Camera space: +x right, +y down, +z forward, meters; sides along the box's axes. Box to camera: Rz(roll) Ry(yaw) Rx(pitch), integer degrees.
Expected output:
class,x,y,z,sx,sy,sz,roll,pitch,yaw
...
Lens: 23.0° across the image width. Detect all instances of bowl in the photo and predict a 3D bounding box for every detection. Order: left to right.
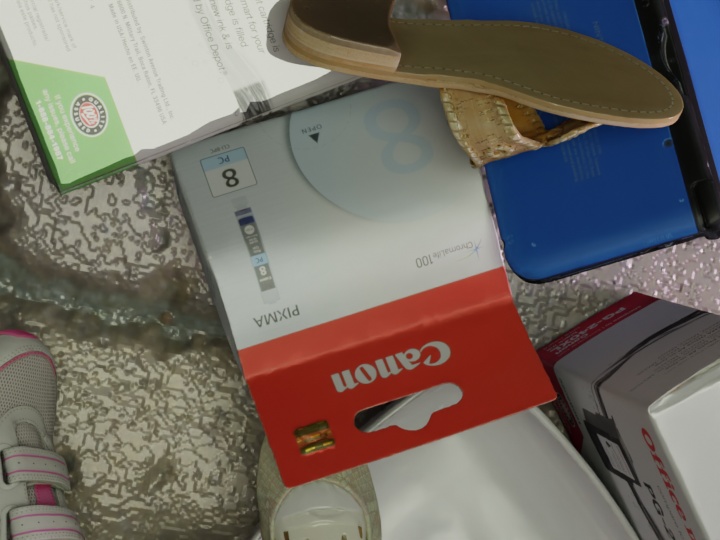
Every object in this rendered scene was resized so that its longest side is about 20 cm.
class,x,y,z,sx,sy,sz,roll,pitch,yaw
bowl,0.047,0.171,1.024,0.199,0.075,0.200,-40,100,-5

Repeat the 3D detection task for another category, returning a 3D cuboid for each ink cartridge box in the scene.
class,x,y,z,sx,sy,sz,roll,pitch,yaw
ink cartridge box,-0.098,-0.146,0.960,0.199,0.084,0.147,-21,99,-10
ink cartridge box,0.000,0.000,0.961,0.159,0.047,0.201,-17,62,-10
ink cartridge box,0.186,0.102,0.980,0.083,0.200,0.146,-28,100,-7

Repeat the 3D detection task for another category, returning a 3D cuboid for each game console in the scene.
class,x,y,z,sx,sy,sz,roll,pitch,yaw
game console,0.158,-0.091,1.002,0.170,0.118,0.201,-17,68,14

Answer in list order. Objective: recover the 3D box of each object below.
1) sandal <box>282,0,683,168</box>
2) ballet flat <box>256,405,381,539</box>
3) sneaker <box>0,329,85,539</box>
class,x,y,z,sx,sy,sz,roll,pitch,yaw
sandal,0.058,-0.090,0.936,0.211,0.078,0.070,13,128,-6
ballet flat,-0.015,0.173,0.943,0.067,0.062,0.201,-7,96,-10
sneaker,-0.183,0.133,0.951,0.081,0.088,0.201,5,90,-56
